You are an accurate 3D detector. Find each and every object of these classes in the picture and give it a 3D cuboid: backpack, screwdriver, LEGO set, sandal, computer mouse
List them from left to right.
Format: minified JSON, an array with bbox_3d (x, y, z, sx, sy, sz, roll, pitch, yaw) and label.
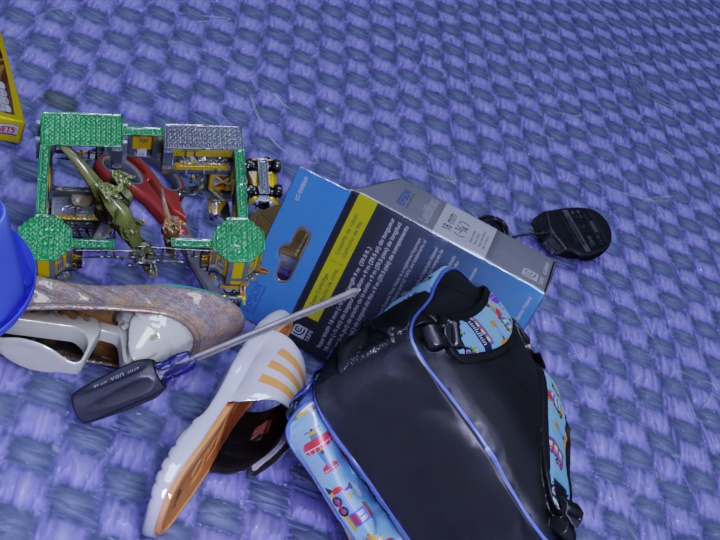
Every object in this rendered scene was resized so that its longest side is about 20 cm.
[{"bbox_3d":[-0.159,-0.031,1.035,0.200,0.116,0.154,-6,62,-15],"label":"LEGO set"},{"bbox_3d":[-0.092,0.050,0.918,0.029,0.200,0.028,-121,-173,-79],"label":"screwdriver"},{"bbox_3d":[-0.075,0.108,0.919,0.059,0.079,0.207,25,38,5],"label":"sandal"},{"bbox_3d":[0.057,0.096,0.947,0.183,0.134,0.200,56,19,-8],"label":"backpack"},{"bbox_3d":[0.165,-0.027,1.370,0.200,0.034,0.059,-5,60,-36],"label":"computer mouse"}]

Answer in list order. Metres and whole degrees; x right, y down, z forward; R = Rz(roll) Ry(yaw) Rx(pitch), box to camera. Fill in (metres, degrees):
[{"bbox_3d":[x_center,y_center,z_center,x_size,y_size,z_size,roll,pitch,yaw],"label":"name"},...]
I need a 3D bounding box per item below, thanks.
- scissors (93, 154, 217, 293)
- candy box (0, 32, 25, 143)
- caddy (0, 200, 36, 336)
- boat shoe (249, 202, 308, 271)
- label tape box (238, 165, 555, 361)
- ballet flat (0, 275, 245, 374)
[{"bbox_3d":[-0.143,-0.039,1.146,0.073,0.014,0.200,-7,43,-47],"label":"scissors"},{"bbox_3d":[-0.344,-0.177,1.185,0.102,0.026,0.200,5,37,-28],"label":"candy box"},{"bbox_3d":[-0.298,-0.001,0.864,0.200,0.105,0.141,-15,46,-22],"label":"caddy"},{"bbox_3d":[0.000,0.000,1.157,0.200,0.069,0.071,16,49,17],"label":"boat shoe"},{"bbox_3d":[0.024,0.012,1.073,0.200,0.144,0.063,28,30,1],"label":"label tape box"},{"bbox_3d":[-0.173,0.045,0.951,0.200,0.068,0.067,5,39,-16],"label":"ballet flat"}]
